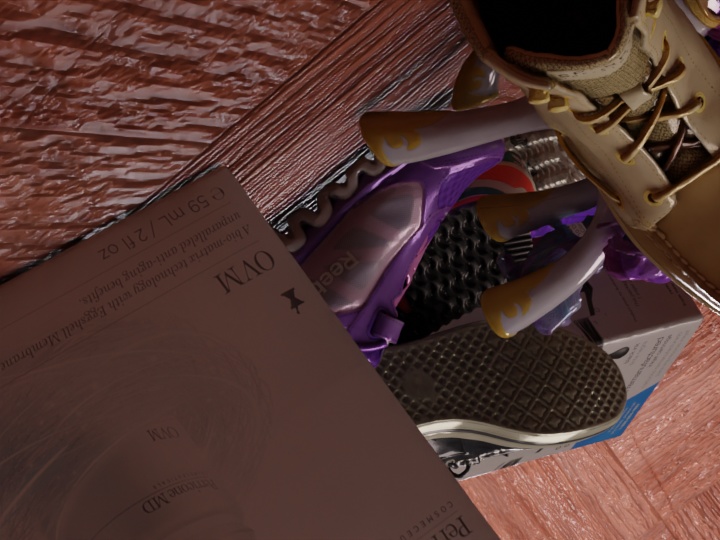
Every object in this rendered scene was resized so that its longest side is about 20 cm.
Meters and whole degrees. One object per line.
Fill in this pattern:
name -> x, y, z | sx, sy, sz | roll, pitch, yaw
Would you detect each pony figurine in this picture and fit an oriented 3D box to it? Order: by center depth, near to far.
pony figurine -> 0.124, -0.050, 0.873 | 0.199, 0.194, 0.166 | -31, -175, 36

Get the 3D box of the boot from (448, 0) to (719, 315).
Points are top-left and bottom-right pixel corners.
boot -> 0.103, -0.060, 0.716 | 0.073, 0.201, 0.155 | -36, 171, 10

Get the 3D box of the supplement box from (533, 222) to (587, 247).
supplement box -> 0.176, -0.040, 1.449 | 0.199, 0.104, 0.131 | -30, 170, -35

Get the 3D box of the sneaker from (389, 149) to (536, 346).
sneaker -> 0.018, -0.005, 1.109 | 0.199, 0.070, 0.094 | -28, -158, 30

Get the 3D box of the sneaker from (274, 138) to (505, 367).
sneaker -> 0.000, 0.000, 1.004 | 0.200, 0.089, 0.081 | -37, 170, -3

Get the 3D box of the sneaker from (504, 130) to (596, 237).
sneaker -> 0.092, -0.048, 1.222 | 0.099, 0.070, 0.200 | -33, 170, 28

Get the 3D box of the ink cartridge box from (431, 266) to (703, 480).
ink cartridge box -> 0.098, 0.060, 1.271 | 0.199, 0.085, 0.146 | -13, 149, -29

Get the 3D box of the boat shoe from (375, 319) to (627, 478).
boat shoe -> 0.049, 0.072, 1.070 | 0.198, 0.075, 0.062 | -6, 158, -18

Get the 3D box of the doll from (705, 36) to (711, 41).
doll -> 0.178, -0.124, 0.933 | 0.199, 0.136, 0.049 | 2, -117, 56

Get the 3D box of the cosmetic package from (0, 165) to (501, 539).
cosmetic package -> -0.088, 0.100, 0.799 | 0.199, 0.201, 0.123 | -31, 171, -33
